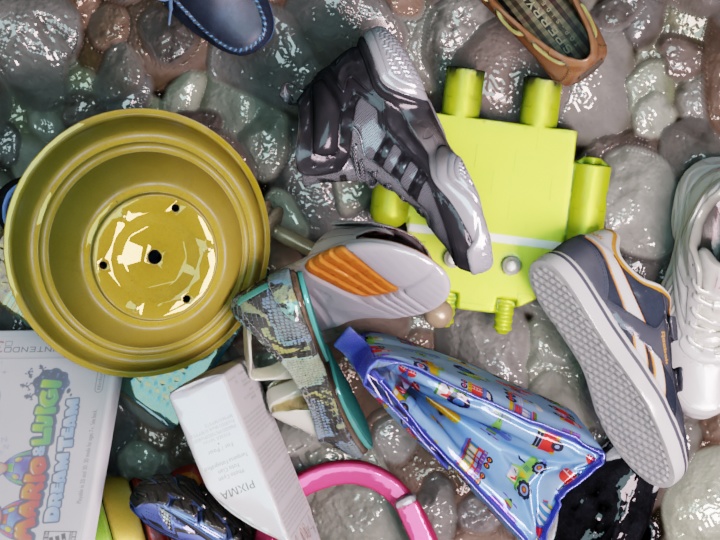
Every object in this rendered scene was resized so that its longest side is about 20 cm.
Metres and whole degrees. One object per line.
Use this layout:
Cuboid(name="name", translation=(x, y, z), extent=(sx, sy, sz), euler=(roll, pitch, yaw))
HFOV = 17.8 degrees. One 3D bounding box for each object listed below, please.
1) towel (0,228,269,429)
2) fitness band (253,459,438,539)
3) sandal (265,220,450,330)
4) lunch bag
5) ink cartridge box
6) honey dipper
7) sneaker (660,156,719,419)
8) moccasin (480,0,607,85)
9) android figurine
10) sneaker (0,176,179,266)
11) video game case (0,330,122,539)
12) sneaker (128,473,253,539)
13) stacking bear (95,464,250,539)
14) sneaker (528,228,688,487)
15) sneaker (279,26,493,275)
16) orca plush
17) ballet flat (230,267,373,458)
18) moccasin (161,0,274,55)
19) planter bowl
Cuboid(name="towel", translation=(-0.185, 0.007, 1.782), extent=(0.200, 0.022, 0.147), euler=(35, 93, 0))
Cuboid(name="fitness band", translation=(-0.002, 0.247, 1.789), extent=(0.143, 0.037, 0.201), euler=(-22, 92, 2))
Cuboid(name="sandal", translation=(-0.006, -0.005, 1.697), extent=(0.079, 0.206, 0.059), euler=(43, 60, -24))
Cuboid(name="lunch bag", translation=(0.069, 0.102, 1.712), extent=(0.200, 0.151, 0.094), euler=(35, 94, -7))
Cuboid(name="ink cartridge box", translation=(-0.075, 0.167, 1.693), extent=(0.047, 0.160, 0.201), euler=(-20, 91, 5))
Cuboid(name="honey dipper", translation=(-0.019, -0.008, 1.754), extent=(0.199, 0.038, 0.038), euler=(27, 94, 8))
Cuboid(name="sneaker", translation=(0.263, 0.015, 1.737), extent=(0.077, 0.099, 0.201), euler=(2, 94, 0))
Cuboid(name="moccasin", translation=(0.109, -0.226, 1.725), extent=(0.073, 0.078, 0.202), euler=(-32, 81, 0))
Cuboid(name="android figurine", translation=(0.098, -0.053, 1.765), extent=(0.181, 0.041, 0.201), euler=(9, 93, 0))
Cuboid(name="sneaker", translation=(-0.179, -0.034, 1.739), extent=(0.199, 0.078, 0.071), euler=(15, 92, -16))
Cuboid(name="video game case", translation=(-0.276, 0.133, 1.719), extent=(0.181, 0.024, 0.201), euler=(-1, 56, 10))
Cuboid(name="sneaker", translation=(-0.106, 0.225, 1.701), extent=(0.078, 0.075, 0.200), euler=(-44, 122, 0))
Cuboid(name="stacking bear", translation=(-0.187, 0.203, 1.754), extent=(0.199, 0.114, 0.122), euler=(-14, 52, -9))
Cuboid(name="sneaker", translation=(0.207, 0.061, 1.727), extent=(0.079, 0.078, 0.201), euler=(-32, 100, -28))
Cuboid(name="sneaker", translation=(0.017, -0.072, 1.711), extent=(0.113, 0.075, 0.201), euler=(-26, 84, 2))
Cuboid(name="orca plush", translation=(0.164, 0.210, 1.766), extent=(0.200, 0.071, 0.105), euler=(-39, 93, 3))
Cuboid(name="ballet flat", translation=(-0.048, 0.075, 1.724), extent=(0.074, 0.074, 0.201), euler=(-20, 132, 2))
Cuboid(name="moccasin", translation=(-0.144, -0.243, 1.738), extent=(0.080, 0.068, 0.200), euler=(-42, 93, 3))
Cuboid(name="planter bowl", translation=(-0.155, -0.014, 1.663), extent=(0.199, 0.083, 0.202), euler=(-2, 99, -14))
